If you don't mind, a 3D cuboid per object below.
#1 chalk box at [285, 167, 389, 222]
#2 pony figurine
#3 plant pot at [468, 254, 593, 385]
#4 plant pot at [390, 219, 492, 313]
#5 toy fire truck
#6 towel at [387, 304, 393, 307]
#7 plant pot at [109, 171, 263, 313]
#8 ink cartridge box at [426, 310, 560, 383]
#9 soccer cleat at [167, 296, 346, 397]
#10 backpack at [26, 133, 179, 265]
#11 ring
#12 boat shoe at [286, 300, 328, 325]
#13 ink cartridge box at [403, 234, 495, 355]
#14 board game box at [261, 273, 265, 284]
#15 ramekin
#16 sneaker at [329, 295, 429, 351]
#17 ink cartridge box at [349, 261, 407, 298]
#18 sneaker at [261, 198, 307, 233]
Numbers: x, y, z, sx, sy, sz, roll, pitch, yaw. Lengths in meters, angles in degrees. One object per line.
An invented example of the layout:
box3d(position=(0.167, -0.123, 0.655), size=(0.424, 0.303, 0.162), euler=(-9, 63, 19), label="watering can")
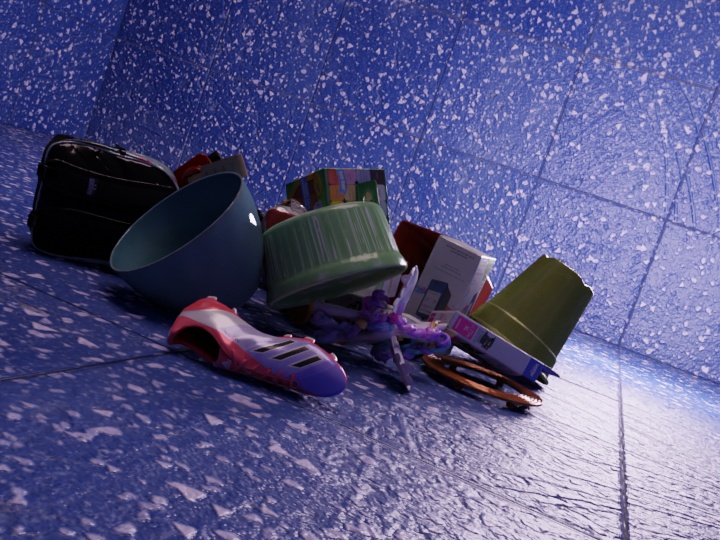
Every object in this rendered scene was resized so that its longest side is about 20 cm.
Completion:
box3d(position=(-0.031, -0.108, 1.465), size=(0.124, 0.125, 0.200), euler=(-3, -5, -29), label="chalk box")
box3d(position=(0.032, 0.079, 1.192), size=(0.199, 0.167, 0.193), euler=(5, -5, 10), label="pony figurine")
box3d(position=(0.329, 0.077, 1.580), size=(0.200, 0.190, 0.200), euler=(40, -4, 3), label="plant pot")
box3d(position=(0.155, 0.039, 1.756), size=(0.176, 0.200, 0.200), euler=(30, -3, -40), label="plant pot")
box3d(position=(-0.202, -0.101, 1.273), size=(0.176, 0.129, 0.200), euler=(55, 0, -7), label="toy fire truck")
box3d(position=(-0.017, 0.055, 1.560), size=(0.200, 0.035, 0.193), euler=(14, 0, 3), label="towel")
box3d(position=(-0.205, -0.015, 1.109), size=(0.135, 0.200, 0.200), euler=(58, -15, -28), label="plant pot")
box3d(position=(0.207, 0.127, 1.340), size=(0.200, 0.042, 0.119), euler=(29, -8, -9), label="ink cartridge box")
box3d(position=(-0.112, 0.095, 0.915), size=(0.200, 0.067, 0.076), euler=(26, 38, 11), label="soccer cleat")
box3d(position=(-0.365, -0.096, 1.232), size=(0.200, 0.178, 0.151), euler=(12, 10, -15), label="backpack")
box3d(position=(0.189, 0.177, 1.329), size=(0.200, 0.019, 0.200), euler=(19, 6, -2), label="ring")
box3d(position=(-0.087, 0.046, 1.367), size=(0.070, 0.071, 0.200), euler=(13, 7, -22), label="boat shoe")
box3d(position=(0.149, 0.049, 1.491), size=(0.087, 0.200, 0.145), euler=(29, 7, 17), label="ink cartridge box")
box3d(position=(-0.097, -0.003, 1.606), size=(0.199, 0.062, 0.200), euler=(1, -4, -32), label="board game box")
box3d(position=(-0.044, -0.022, 1.167), size=(0.200, 0.098, 0.200), euler=(-16, -8, -2), label="ramekin")
box3d(position=(0.020, 0.080, 1.410), size=(0.200, 0.077, 0.085), euler=(21, 10, 19), label="sneaker")
box3d(position=(0.000, 0.000, 1.383), size=(0.117, 0.067, 0.200), euler=(17, 5, 15), label="ink cartridge box")
box3d(position=(-0.115, -0.069, 1.297), size=(0.082, 0.078, 0.200), euler=(57, 3, 10), label="sneaker")
